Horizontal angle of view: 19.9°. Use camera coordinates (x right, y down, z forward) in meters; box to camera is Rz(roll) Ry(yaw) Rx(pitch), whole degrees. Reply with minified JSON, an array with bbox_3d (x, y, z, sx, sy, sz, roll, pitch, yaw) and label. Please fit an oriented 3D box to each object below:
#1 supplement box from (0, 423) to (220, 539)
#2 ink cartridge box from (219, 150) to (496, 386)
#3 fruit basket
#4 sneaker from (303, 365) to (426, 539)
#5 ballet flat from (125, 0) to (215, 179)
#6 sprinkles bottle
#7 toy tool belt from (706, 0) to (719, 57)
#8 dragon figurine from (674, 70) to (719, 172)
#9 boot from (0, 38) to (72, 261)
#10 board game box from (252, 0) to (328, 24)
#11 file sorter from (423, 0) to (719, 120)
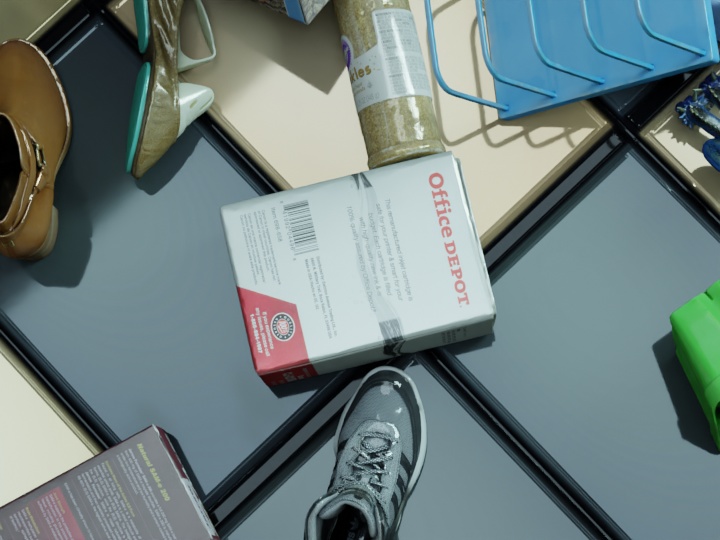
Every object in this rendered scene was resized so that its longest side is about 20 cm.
[{"bbox_3d":[-0.227,0.220,1.665,0.200,0.061,0.109,-28,80,-1],"label":"supplement box"},{"bbox_3d":[0.000,0.000,1.679,0.200,0.084,0.144,-13,79,2],"label":"ink cartridge box"},{"bbox_3d":[0.366,0.074,1.606,0.215,0.156,0.216,-5,67,11],"label":"fruit basket"},{"bbox_3d":[0.005,0.170,1.633,0.075,0.114,0.200,14,81,5],"label":"sneaker"},{"bbox_3d":[-0.159,-0.174,1.737,0.072,0.068,0.200,4,76,-15],"label":"ballet flat"},{"bbox_3d":[0.018,-0.183,1.718,0.068,0.068,0.200,-13,80,1],"label":"sprinkles bottle"},{"bbox_3d":[0.318,-0.216,1.678,0.200,0.125,0.123,13,72,5],"label":"toy tool belt"},{"bbox_3d":[0.315,-0.098,1.651,0.099,0.200,0.059,34,105,-20],"label":"dragon figurine"},{"bbox_3d":[-0.290,-0.110,1.678,0.077,0.155,0.200,1,80,4],"label":"boot"},{"bbox_3d":[-0.085,-0.319,1.685,0.200,0.097,0.159,27,65,27],"label":"board game box"},{"bbox_3d":[0.164,-0.218,1.646,0.200,0.123,0.139,-13,78,33],"label":"file sorter"}]
